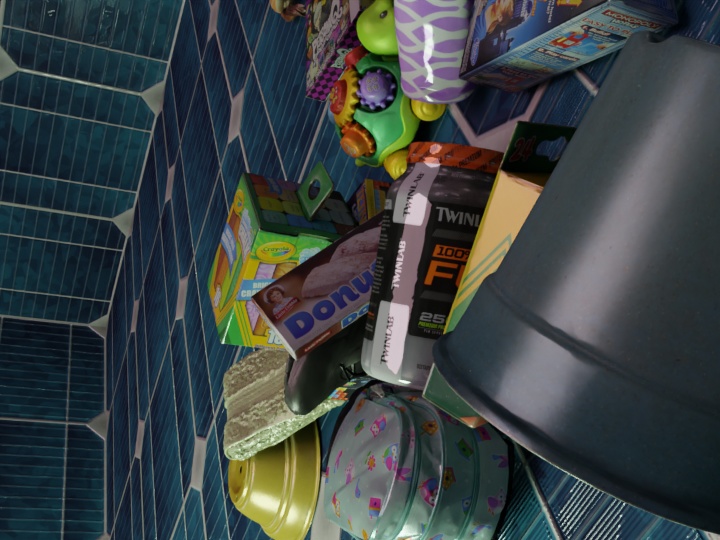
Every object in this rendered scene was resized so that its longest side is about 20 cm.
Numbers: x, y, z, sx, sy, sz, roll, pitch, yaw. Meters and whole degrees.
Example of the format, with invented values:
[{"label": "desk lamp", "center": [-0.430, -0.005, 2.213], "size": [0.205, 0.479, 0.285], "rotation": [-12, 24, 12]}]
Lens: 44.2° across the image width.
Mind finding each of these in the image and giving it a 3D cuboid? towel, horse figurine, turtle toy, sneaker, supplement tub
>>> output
[{"label": "towel", "center": [-0.103, 0.146, 1.141], "size": [0.200, 0.036, 0.148], "rotation": [-32, 44, 24]}, {"label": "horse figurine", "center": [-0.128, -0.501, 1.508], "size": [0.133, 0.050, 0.200], "rotation": [122, 145, -68]}, {"label": "turtle toy", "center": [0.024, -0.202, 0.969], "size": [0.146, 0.101, 0.200], "rotation": [-113, 37, -52]}, {"label": "sneaker", "center": [0.007, 0.063, 0.845], "size": [0.200, 0.091, 0.076], "rotation": [-50, -27, -13]}, {"label": "supplement tub", "center": [0.073, -0.002, 0.751], "size": [0.123, 0.122, 0.200], "rotation": [-166, 84, -68]}]

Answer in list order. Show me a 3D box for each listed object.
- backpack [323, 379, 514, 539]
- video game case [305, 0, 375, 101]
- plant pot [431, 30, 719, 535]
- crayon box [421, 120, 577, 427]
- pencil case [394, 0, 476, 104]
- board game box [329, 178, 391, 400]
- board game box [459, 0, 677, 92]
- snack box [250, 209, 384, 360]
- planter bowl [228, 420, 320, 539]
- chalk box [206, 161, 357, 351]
[{"label": "backpack", "center": [0.042, 0.175, 0.753], "size": [0.200, 0.127, 0.167], "rotation": [177, 100, -70]}, {"label": "video game case", "center": [-0.029, -0.368, 1.244], "size": [0.200, 0.036, 0.181], "rotation": [135, 139, -56]}, {"label": "plant pot", "center": [0.168, -0.004, 0.457], "size": [0.196, 0.200, 0.200], "rotation": [-67, 25, 13]}, {"label": "crayon box", "center": [0.124, 0.002, 0.612], "size": [0.051, 0.127, 0.200], "rotation": [30, 114, 36]}, {"label": "pencil case", "center": [0.073, -0.254, 0.819], "size": [0.086, 0.084, 0.200], "rotation": [-71, -15, -48]}, {"label": "board game box", "center": [0.002, 0.025, 1.004], "size": [0.165, 0.057, 0.200], "rotation": [133, 140, -51]}, {"label": "board game box", "center": [0.165, -0.240, 0.673], "size": [0.200, 0.062, 0.200], "rotation": [-152, 72, -66]}, {"label": "snack box", "center": [0.000, 0.000, 0.834], "size": [0.072, 0.200, 0.024], "rotation": [49, 163, 24]}, {"label": "planter bowl", "center": [-0.127, 0.270, 1.195], "size": [0.200, 0.083, 0.201], "rotation": [-171, 90, -68]}, {"label": "chalk box", "center": [-0.081, -0.025, 0.989], "size": [0.125, 0.124, 0.200], "rotation": [-115, 40, -53]}]
